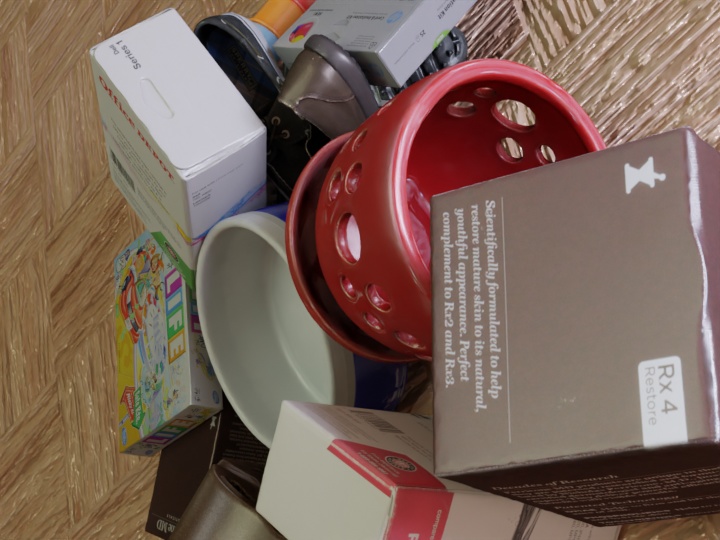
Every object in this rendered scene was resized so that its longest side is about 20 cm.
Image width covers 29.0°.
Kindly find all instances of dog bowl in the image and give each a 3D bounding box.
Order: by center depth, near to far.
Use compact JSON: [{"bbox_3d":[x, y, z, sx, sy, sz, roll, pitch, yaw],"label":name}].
[{"bbox_3d":[-0.050,0.045,1.134,0.199,0.078,0.202,31,130,46],"label":"dog bowl"}]

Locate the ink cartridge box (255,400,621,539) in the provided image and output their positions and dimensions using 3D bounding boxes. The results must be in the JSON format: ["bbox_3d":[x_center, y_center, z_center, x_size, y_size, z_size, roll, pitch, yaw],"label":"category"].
[{"bbox_3d":[0.053,0.155,0.922,0.145,0.198,0.086,29,107,53],"label":"ink cartridge box"}]

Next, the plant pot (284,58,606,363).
[{"bbox_3d":[0.059,-0.028,0.989,0.182,0.199,0.203,-21,61,58],"label":"plant pot"}]

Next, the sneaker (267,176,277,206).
[{"bbox_3d":[-0.085,-0.046,1.297,0.115,0.073,0.202,37,116,49],"label":"sneaker"}]

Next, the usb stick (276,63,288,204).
[{"bbox_3d":[-0.050,-0.115,1.277,0.033,0.055,0.202,-29,55,58],"label":"usb stick"}]

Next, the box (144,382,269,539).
[{"bbox_3d":[-0.128,0.154,1.278,0.100,0.074,0.202,4,83,54],"label":"box"}]

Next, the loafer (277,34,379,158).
[{"bbox_3d":[-0.011,-0.095,1.106,0.071,0.201,0.073,-42,39,-10],"label":"loafer"}]

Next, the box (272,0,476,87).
[{"bbox_3d":[0.040,-0.234,1.131,0.200,0.041,0.155,-49,32,-18],"label":"box"}]

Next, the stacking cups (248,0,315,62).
[{"bbox_3d":[-0.104,-0.206,1.317,0.060,0.061,0.201,3,54,54],"label":"stacking cups"}]

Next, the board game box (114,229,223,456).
[{"bbox_3d":[-0.181,0.054,1.291,0.134,0.034,0.202,-35,53,44],"label":"board game box"}]

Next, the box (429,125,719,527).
[{"bbox_3d":[0.159,0.044,0.792,0.163,0.199,0.168,-13,66,34],"label":"box"}]

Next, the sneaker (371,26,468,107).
[{"bbox_3d":[0.008,-0.160,1.204,0.199,0.090,0.067,-24,86,22],"label":"sneaker"}]

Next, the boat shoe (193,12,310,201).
[{"bbox_3d":[-0.077,-0.126,1.160,0.068,0.057,0.201,-36,83,21],"label":"boat shoe"}]

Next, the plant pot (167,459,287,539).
[{"bbox_3d":[-0.084,0.261,1.024,0.200,0.199,0.200,33,98,53],"label":"plant pot"}]

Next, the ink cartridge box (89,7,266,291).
[{"bbox_3d":[-0.149,-0.097,1.172,0.145,0.084,0.201,52,161,20],"label":"ink cartridge box"}]
